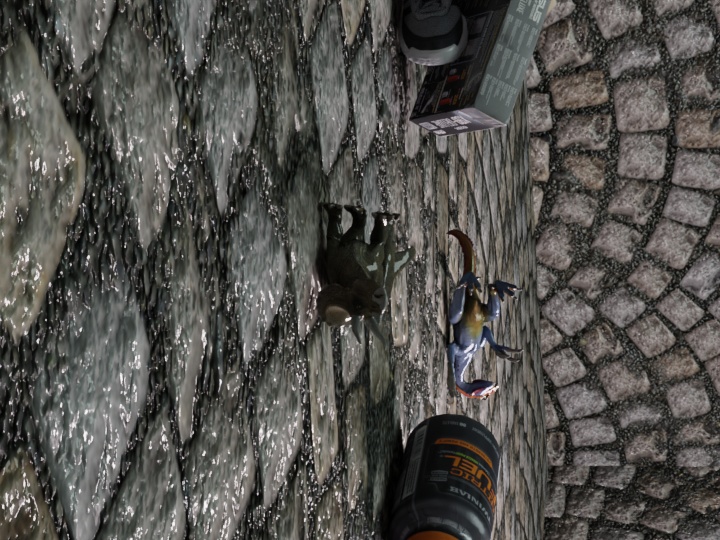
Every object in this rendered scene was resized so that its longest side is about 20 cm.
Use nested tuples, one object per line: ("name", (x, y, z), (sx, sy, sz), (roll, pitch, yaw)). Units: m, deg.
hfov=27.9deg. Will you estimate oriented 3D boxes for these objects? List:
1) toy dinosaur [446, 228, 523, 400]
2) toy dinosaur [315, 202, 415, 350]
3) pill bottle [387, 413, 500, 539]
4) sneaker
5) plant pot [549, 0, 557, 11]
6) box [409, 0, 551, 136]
("toy dinosaur", (0.157, 0.081, 1.940), (0.182, 0.104, 0.201), (107, -19, -47))
("toy dinosaur", (0.000, 0.000, 1.195), (0.200, 0.076, 0.103), (-21, 121, -84))
("pill bottle", (0.085, 0.244, 1.475), (0.201, 0.105, 0.107), (-73, 159, -59))
("sneaker", (0.072, -0.313, 1.560), (0.201, 0.075, 0.115), (-88, 170, -47))
("plant pot", (0.247, -0.468, 2.321), (0.200, 0.133, 0.203), (-1, 90, -78))
("box", (0.137, -0.252, 1.585), (0.157, 0.049, 0.202), (0, -111, 66))
